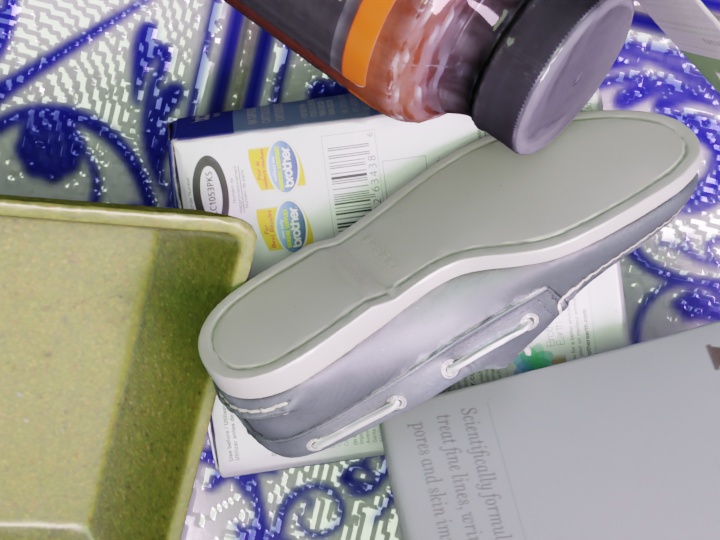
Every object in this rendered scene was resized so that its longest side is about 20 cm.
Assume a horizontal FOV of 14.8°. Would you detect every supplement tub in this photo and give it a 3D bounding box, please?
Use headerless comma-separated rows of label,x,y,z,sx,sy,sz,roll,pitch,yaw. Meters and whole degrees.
supplement tub,0.002,-0.126,1.021,0.200,0.107,0.107,37,97,16

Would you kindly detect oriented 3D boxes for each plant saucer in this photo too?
plant saucer,-0.158,0.045,1.044,0.199,0.048,0.200,4,123,-19

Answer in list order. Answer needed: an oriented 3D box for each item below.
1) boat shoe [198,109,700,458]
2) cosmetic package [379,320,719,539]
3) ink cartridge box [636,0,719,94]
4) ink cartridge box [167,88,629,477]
boat shoe,0.038,0.005,1.026,0.200,0.073,0.062,-27,131,-6
cosmetic package,0.115,0.152,1.035,0.164,0.165,0.200,-16,128,1
ink cartridge box,0.111,-0.131,1.035,0.200,0.146,0.048,44,92,-8
ink cartridge box,0.000,0.000,1.086,0.199,0.076,0.137,-8,99,-3
